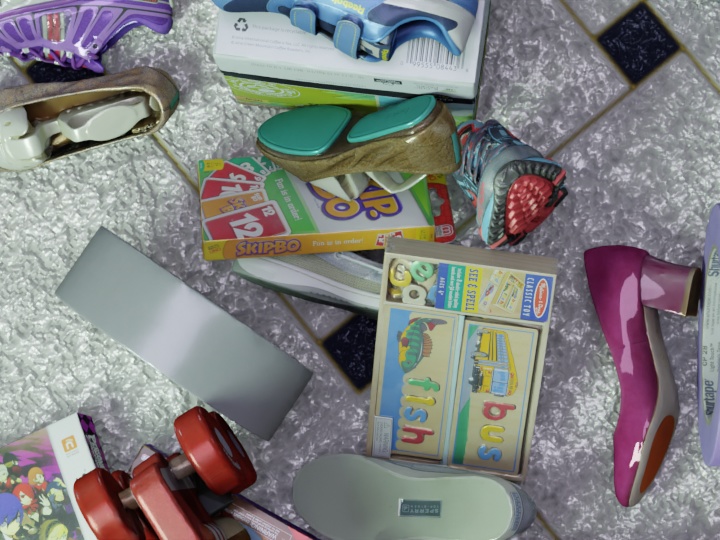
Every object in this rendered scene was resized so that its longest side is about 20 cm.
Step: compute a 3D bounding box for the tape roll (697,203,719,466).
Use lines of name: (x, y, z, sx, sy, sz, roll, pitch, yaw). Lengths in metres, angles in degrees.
tape roll: (0.305, 0.050, 1.641, 0.085, 0.200, 0.201, 2, 85, 2)

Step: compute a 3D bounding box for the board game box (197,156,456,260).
board game box: (-0.027, -0.054, 1.719, 0.199, 0.030, 0.096, -2, 45, -6)

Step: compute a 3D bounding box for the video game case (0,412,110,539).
video game case: (-0.274, 0.234, 1.709, 0.199, 0.036, 0.182, -24, 73, 10)

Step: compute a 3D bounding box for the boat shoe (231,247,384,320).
boat shoe: (0.000, 0.000, 1.726, 0.201, 0.074, 0.065, 14, 84, 13)

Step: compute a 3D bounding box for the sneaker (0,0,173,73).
sneaker: (-0.246, -0.192, 1.755, 0.199, 0.081, 0.084, -17, 95, 4)

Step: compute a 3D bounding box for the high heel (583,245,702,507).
high heel: (0.205, 0.082, 1.723, 0.096, 0.067, 0.201, 12, 86, 25)

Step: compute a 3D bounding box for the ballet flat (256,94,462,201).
ballet flat: (0.002, -0.090, 1.671, 0.068, 0.200, 0.072, -52, 123, -35)

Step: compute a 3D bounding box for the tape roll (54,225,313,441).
tape roll: (-0.134, 0.048, 1.663, 0.200, 0.200, 0.066, 34, 87, 5)

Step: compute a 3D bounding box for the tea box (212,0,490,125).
tea box: (0.000, -0.197, 1.679, 0.199, 0.197, 0.134, 7, 85, 4)

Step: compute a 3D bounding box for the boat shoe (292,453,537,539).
boat shoe: (0.044, 0.185, 1.703, 0.200, 0.071, 0.070, 3, 83, 30)

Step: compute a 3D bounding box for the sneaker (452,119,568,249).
sneaker: (0.099, -0.071, 1.663, 0.096, 0.200, 0.079, 44, 91, 8)

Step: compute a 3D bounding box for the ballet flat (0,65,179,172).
ballet flat: (-0.243, -0.118, 1.743, 0.199, 0.067, 0.068, -17, 117, 2)

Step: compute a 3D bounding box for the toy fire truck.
toy fire truck: (-0.116, 0.201, 1.609, 0.112, 0.200, 0.168, -31, 82, 1)

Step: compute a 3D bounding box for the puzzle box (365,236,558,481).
puzzle box: (0.076, 0.071, 1.681, 0.132, 0.025, 0.201, 7, 123, 4)

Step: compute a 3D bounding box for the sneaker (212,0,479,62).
sneaker: (-0.011, -0.190, 1.545, 0.199, 0.074, 0.083, -1, 86, 4)

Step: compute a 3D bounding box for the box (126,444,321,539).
box: (-0.117, 0.245, 1.726, 0.199, 0.039, 0.137, 28, 87, 5)
